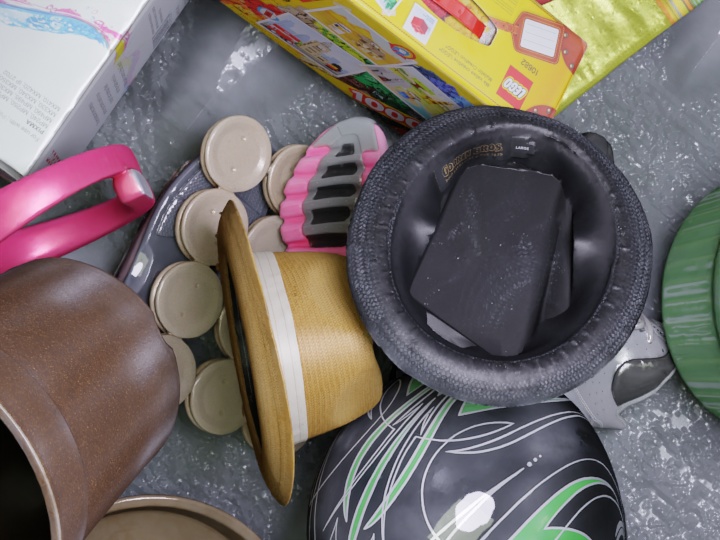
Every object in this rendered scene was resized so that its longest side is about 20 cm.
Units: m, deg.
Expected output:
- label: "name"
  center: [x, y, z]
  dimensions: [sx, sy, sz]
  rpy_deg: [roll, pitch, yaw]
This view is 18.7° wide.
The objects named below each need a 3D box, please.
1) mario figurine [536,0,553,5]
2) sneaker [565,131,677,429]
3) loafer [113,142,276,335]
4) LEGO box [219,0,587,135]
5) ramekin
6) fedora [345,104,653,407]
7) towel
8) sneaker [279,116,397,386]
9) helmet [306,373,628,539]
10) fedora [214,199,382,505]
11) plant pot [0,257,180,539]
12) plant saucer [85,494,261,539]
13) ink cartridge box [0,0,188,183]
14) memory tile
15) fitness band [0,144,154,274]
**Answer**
- label: "mario figurine"
  center: [0.119, -0.267, 1.441]
  dimensions: [0.106, 0.123, 0.201]
  rpy_deg: [24, 76, -9]
- label: "sneaker"
  center: [0.171, 0.013, 1.472]
  dimensions: [0.115, 0.075, 0.201]
  rpy_deg: [10, 97, -11]
- label: "loafer"
  center: [-0.128, -0.009, 1.437]
  dimensions: [0.072, 0.063, 0.200]
  rpy_deg: [39, 76, -32]
- label: "LEGO box"
  center: [0.018, -0.163, 1.378]
  dimensions: [0.200, 0.149, 0.077]
  rpy_deg: [34, 75, -28]
- label: "ramekin"
  center: [0.295, 0.020, 1.444]
  dimensions: [0.199, 0.098, 0.201]
  rpy_deg: [2, 85, -25]
- label: "fedora"
  center: [0.077, 0.003, 1.316]
  dimensions: [0.200, 0.092, 0.201]
  rpy_deg: [4, 63, -9]
- label: "towel"
  center: [0.169, -0.187, 1.499]
  dimensions: [0.200, 0.018, 0.086]
  rpy_deg: [-38, 92, -6]
- label: "sneaker"
  center: [0.000, 0.000, 1.436]
  dimensions: [0.079, 0.095, 0.201]
  rpy_deg: [9, 96, 33]
- label: "helmet"
  center: [0.062, 0.153, 1.369]
  dimensions: [0.191, 0.200, 0.200]
  rpy_deg: [38, 82, -47]
- label: "fedora"
  center: [-0.035, 0.044, 1.326]
  dimensions: [0.081, 0.201, 0.202]
  rpy_deg: [-11, 89, -7]
- label: "plant pot"
  center: [-0.218, 0.095, 1.307]
  dimensions: [0.199, 0.198, 0.201]
  rpy_deg: [9, 114, 20]
- label: "plant saucer"
  center: [-0.142, 0.235, 1.418]
  dimensions: [0.199, 0.029, 0.201]
  rpy_deg: [-4, 107, -13]
- label: "ink cartridge box"
  center: [-0.183, -0.151, 1.391]
  dimensions: [0.083, 0.146, 0.200]
  rpy_deg: [35, 84, -1]
- label: "memory tile"
  center: [-0.067, 0.012, 1.433]
  dimensions: [0.153, 0.017, 0.201]
  rpy_deg: [23, 84, -34]
- label: "fitness band"
  center: [-0.200, -0.031, 1.359]
  dimensions: [0.143, 0.200, 0.038]
  rpy_deg: [-25, 87, -3]
